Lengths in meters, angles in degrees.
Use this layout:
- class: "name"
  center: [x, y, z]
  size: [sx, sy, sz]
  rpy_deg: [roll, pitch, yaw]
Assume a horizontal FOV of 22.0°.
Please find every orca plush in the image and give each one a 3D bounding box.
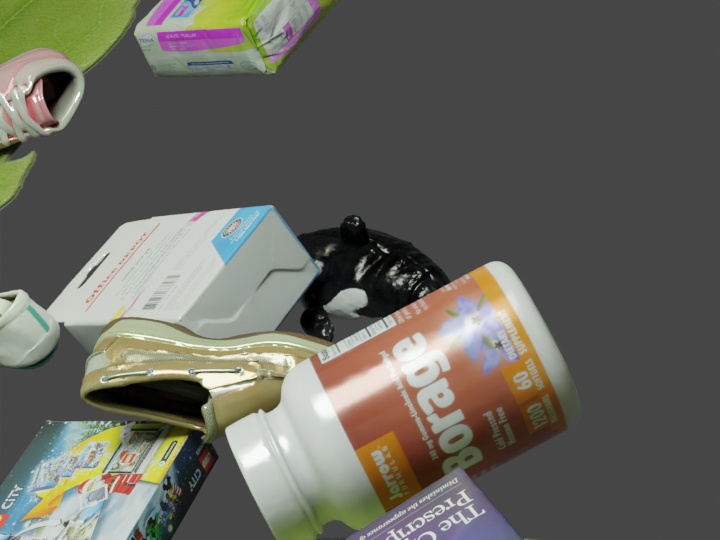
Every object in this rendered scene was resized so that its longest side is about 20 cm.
- class: "orca plush"
  center: [0.000, 0.000, 1.303]
  size: [0.105, 0.071, 0.200]
  rpy_deg: [-33, 32, -11]

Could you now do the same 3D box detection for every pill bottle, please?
- class: "pill bottle"
  center: [0.024, 0.087, 1.121]
  size: [0.199, 0.113, 0.112]
  rpy_deg: [-28, 32, -2]

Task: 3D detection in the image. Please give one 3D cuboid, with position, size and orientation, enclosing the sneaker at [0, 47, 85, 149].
- class: "sneaker"
  center: [-0.349, -0.147, 1.763]
  size: [0.199, 0.076, 0.104]
  rpy_deg: [-34, 27, -20]

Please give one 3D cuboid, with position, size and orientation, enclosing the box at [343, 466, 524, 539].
- class: "box"
  center: [0.011, 0.214, 0.982]
  size: [0.199, 0.079, 0.141]
  rpy_deg: [-32, 35, -9]

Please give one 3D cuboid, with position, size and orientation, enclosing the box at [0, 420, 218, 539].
- class: "box"
  center: [-0.194, 0.180, 1.213]
  size: [0.136, 0.038, 0.201]
  rpy_deg: [-4, 38, 32]

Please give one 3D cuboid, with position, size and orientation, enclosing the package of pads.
- class: "package of pads"
  center: [-0.098, -0.263, 1.758]
  size: [0.153, 0.069, 0.200]
  rpy_deg: [2, 42, 38]

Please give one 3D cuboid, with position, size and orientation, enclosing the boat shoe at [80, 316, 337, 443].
- class: "boat shoe"
  center: [-0.085, 0.085, 1.210]
  size: [0.198, 0.072, 0.076]
  rpy_deg: [5, 36, 11]

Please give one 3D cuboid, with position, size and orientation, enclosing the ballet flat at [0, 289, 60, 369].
- class: "ballet flat"
  center: [-0.314, 0.037, 1.369]
  size: [0.198, 0.070, 0.070]
  rpy_deg: [-2, 39, 24]

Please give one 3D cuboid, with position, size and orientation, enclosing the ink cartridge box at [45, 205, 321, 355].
- class: "ink cartridge box"
  center: [-0.135, 0.020, 1.347]
  size: [0.199, 0.068, 0.115]
  rpy_deg: [-2, 42, 52]
